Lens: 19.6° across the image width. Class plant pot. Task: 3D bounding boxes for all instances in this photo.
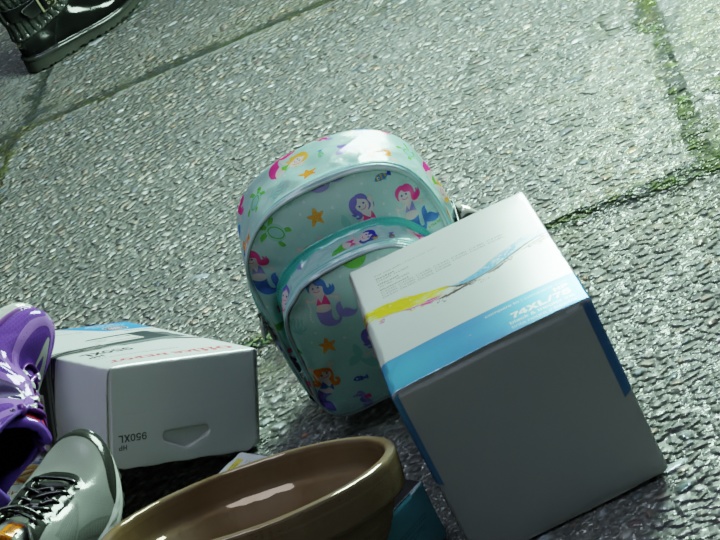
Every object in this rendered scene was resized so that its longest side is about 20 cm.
[{"bbox_3d":[-0.058,0.183,1.316,0.200,0.093,0.201,-19,8,3],"label":"plant pot"}]

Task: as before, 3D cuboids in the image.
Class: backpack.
[{"bbox_3d":[0.000,0.000,1.605,0.177,0.200,0.151,-23,24,5],"label":"backpack"}]

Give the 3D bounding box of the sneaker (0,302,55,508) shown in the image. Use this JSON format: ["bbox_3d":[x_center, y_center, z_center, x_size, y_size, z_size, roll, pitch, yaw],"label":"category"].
[{"bbox_3d":[-0.259,0.109,1.555,0.083,0.081,0.200,-9,45,24],"label":"sneaker"}]

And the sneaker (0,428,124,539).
[{"bbox_3d":[-0.223,0.184,1.455,0.074,0.079,0.200,1,43,19],"label":"sneaker"}]

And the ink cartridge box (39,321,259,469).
[{"bbox_3d":[-0.195,0.098,1.682,0.144,0.084,0.200,-7,9,-38],"label":"ink cartridge box"}]

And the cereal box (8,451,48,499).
[{"bbox_3d":[-0.273,0.183,1.609,0.144,0.040,0.200,-1,16,3],"label":"cereal box"}]

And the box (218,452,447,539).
[{"bbox_3d":[-0.039,0.181,1.468,0.200,0.049,0.082,4,39,48],"label":"box"}]

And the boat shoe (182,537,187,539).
[{"bbox_3d":[-0.158,0.236,1.466,0.200,0.065,0.072,-27,26,50],"label":"boat shoe"}]

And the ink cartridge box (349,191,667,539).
[{"bbox_3d":[0.097,0.068,1.440,0.146,0.147,0.200,-26,25,2],"label":"ink cartridge box"}]

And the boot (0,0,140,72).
[{"bbox_3d":[-0.407,-0.385,2.824,0.211,0.158,0.079,-38,27,-23],"label":"boot"}]

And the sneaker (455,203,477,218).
[{"bbox_3d":[0.027,-0.026,1.769,0.200,0.081,0.083,-8,18,30],"label":"sneaker"}]
